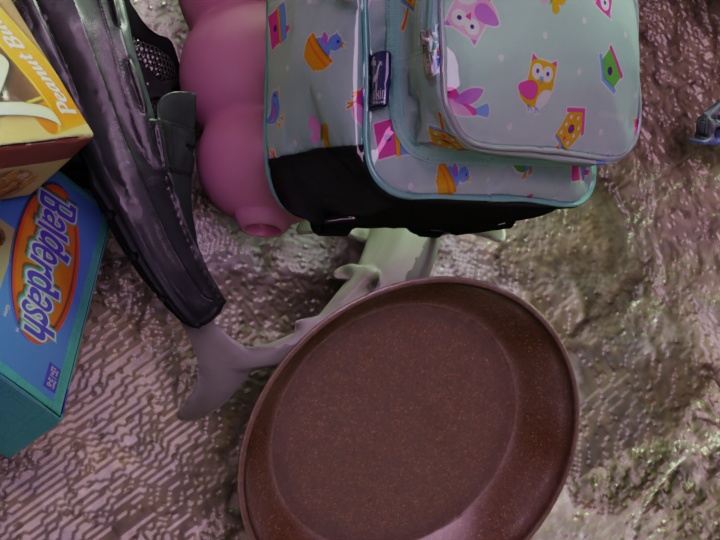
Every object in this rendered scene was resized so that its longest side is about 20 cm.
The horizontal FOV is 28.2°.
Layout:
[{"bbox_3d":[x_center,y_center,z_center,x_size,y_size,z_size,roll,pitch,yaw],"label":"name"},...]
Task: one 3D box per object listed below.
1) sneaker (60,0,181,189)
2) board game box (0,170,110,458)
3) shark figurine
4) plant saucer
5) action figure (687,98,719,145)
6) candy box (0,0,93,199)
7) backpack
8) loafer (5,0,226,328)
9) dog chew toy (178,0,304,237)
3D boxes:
[{"bbox_3d":[-0.188,-0.114,0.783,0.197,0.076,0.116,10,74,-16],"label":"sneaker"},{"bbox_3d":[-0.214,-0.028,0.673,0.200,0.045,0.153,40,31,-27],"label":"board game box"},{"bbox_3d":[0.000,0.018,0.808,0.127,0.090,0.215,27,60,27],"label":"shark figurine"},{"bbox_3d":[0.024,0.092,0.778,0.198,0.037,0.203,-9,114,-19],"label":"plant saucer"},{"bbox_3d":[0.310,-0.105,0.881,0.198,0.105,0.196,-10,116,-22],"label":"action figure"},{"bbox_3d":[-0.221,-0.126,0.659,0.201,0.055,0.115,58,26,6],"label":"candy box"},{"bbox_3d":[0.042,-0.128,0.700,0.174,0.152,0.203,0,79,-40],"label":"backpack"},{"bbox_3d":[-0.112,-0.069,0.731,0.070,0.068,0.202,-26,95,-11],"label":"loafer"},{"bbox_3d":[-0.047,-0.117,0.791,0.123,0.125,0.203,8,72,-13],"label":"dog chew toy"}]
